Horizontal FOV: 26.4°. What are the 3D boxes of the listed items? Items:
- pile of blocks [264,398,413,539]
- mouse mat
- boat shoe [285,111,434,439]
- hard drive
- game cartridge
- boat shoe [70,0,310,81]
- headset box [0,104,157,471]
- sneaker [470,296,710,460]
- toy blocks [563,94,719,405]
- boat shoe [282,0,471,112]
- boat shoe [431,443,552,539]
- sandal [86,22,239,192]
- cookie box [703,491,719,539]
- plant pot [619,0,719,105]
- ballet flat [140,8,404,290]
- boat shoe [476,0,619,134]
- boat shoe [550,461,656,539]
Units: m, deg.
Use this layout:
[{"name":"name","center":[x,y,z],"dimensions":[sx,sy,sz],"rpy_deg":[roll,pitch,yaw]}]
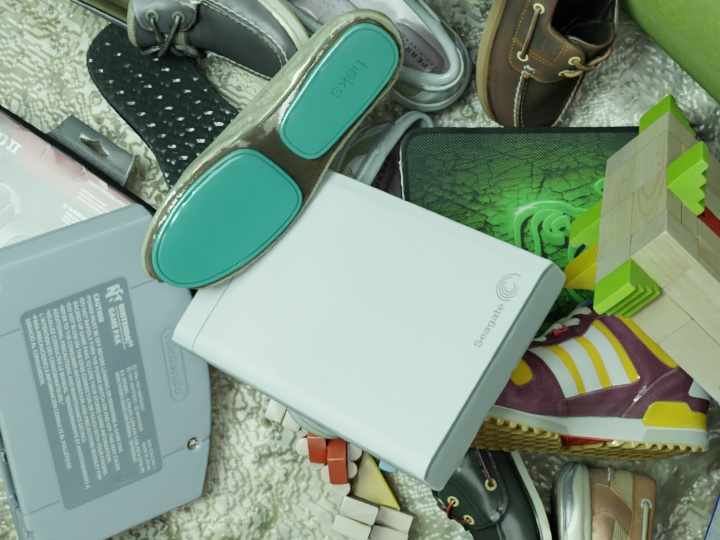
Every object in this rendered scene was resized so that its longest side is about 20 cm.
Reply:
[{"name":"pile of blocks","center":[-0.019,0.083,0.942],"dimensions":[0.082,0.062,0.200],"rpy_deg":[-34,86,1]},{"name":"mouse mat","center":[0.118,-0.008,0.926],"dimensions":[0.199,0.008,0.162],"rpy_deg":[-3,87,-23]},{"name":"boat shoe","center":[0.002,0.000,0.914],"dimensions":[0.074,0.065,0.202],"rpy_deg":[26,66,-24]},{"name":"hard drive","center":[-0.001,0.022,0.847],"dimensions":[0.200,0.027,0.132],"rpy_deg":[25,79,38]},{"name":"game cartridge","center":[-0.155,0.065,0.902],"dimensions":[0.133,0.040,0.201],"rpy_deg":[-19,120,-23]},{"name":"boat shoe","center":[-0.119,-0.160,0.934],"dimensions":[0.200,0.072,0.065],"rpy_deg":[33,63,16]},{"name":"headset box","center":[-0.216,-0.002,0.949],"dimensions":[0.149,0.077,0.200],"rpy_deg":[33,88,3]},{"name":"sneaker","center":[0.111,0.057,0.883],"dimensions":[0.199,0.075,0.090],"rpy_deg":[10,73,-25]},{"name":"toy blocks","center":[0.203,0.000,0.883],"dimensions":[0.137,0.200,0.100],"rpy_deg":[42,120,-14]},{"name":"boat shoe","center":[-0.016,-0.176,0.945],"dimensions":[0.202,0.065,0.074],"rpy_deg":[42,89,6]},{"name":"boat shoe","center":[0.070,0.126,0.925],"dimensions":[0.063,0.074,0.202],"rpy_deg":[-12,80,-17]},{"name":"sandal","center":[-0.099,-0.076,0.967],"dimensions":[0.075,0.048,0.201],"rpy_deg":[-33,73,0]},{"name":"cookie box","center":[0.310,0.141,0.915],"dimensions":[0.171,0.075,0.201],"rpy_deg":[19,89,3]},{"name":"plant pot","center":[0.238,-0.172,0.894],"dimensions":[0.190,0.200,0.200],"rpy_deg":[38,90,17]},{"name":"ballet flat","center":[-0.050,-0.068,0.881],"dimensions":[0.200,0.062,0.067],"rpy_deg":[-46,112,-1]},{"name":"boat shoe","center":[0.115,-0.147,0.884],"dimensions":[0.070,0.200,0.070],"rpy_deg":[-34,57,-26]},{"name":"boat shoe","center":[0.154,0.216,0.922],"dimensions":[0.072,0.076,0.201],"rpy_deg":[-1,89,1]}]
